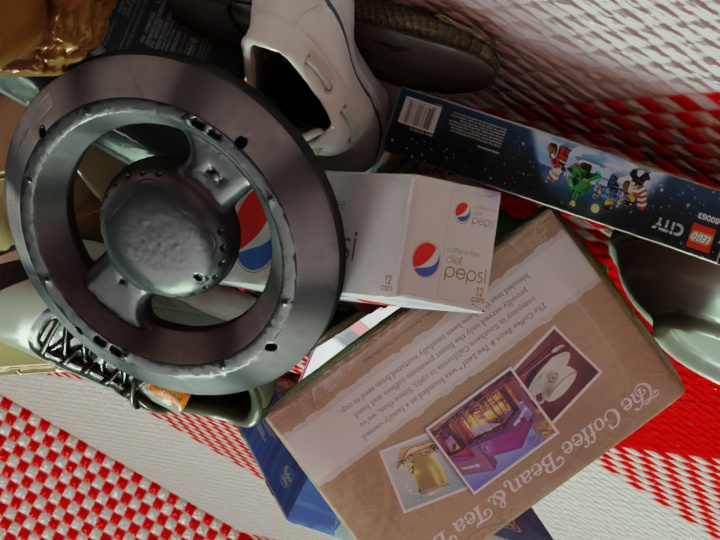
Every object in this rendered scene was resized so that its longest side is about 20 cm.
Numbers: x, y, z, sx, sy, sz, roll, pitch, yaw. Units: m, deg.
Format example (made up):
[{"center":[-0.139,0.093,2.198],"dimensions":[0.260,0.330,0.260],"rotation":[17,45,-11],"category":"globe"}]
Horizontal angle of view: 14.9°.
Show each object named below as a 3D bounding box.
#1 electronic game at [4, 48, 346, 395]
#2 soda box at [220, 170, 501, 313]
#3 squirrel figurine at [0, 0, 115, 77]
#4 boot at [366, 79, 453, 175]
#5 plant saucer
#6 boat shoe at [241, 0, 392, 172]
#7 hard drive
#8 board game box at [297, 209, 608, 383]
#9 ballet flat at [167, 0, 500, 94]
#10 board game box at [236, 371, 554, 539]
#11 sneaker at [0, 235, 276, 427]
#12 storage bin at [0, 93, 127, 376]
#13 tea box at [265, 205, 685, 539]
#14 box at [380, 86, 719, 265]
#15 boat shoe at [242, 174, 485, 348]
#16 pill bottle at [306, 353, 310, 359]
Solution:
[{"center":[-0.101,-0.024,1.472],"dimensions":[0.200,0.042,0.200],"rotation":[11,120,20],"category":"electronic game"},{"center":[-0.012,-0.018,1.518],"dimensions":[0.064,0.068,0.200],"rotation":[11,177,-37],"category":"soda box"},{"center":[-0.204,-0.195,1.413],"dimensions":[0.200,0.187,0.141],"rotation":[1,-178,-33],"category":"squirrel figurine"},{"center":[0.023,-0.067,1.650],"dimensions":[0.095,0.074,0.200],"rotation":[2,154,-15],"category":"boot"},{"center":[0.235,0.038,1.682],"dimensions":[0.200,0.050,0.200],"rotation":[25,167,6],"category":"plant saucer"},{"center":[-0.034,-0.095,1.474],"dimensions":[0.073,0.067,0.200],"rotation":[17,156,20],"category":"boat shoe"},{"center":[-0.157,-0.146,1.538],"dimensions":[0.200,0.140,0.033],"rotation":[30,142,-15],"category":"hard drive"},{"center":[0.054,0.045,1.802],"dimensions":[0.153,0.040,0.200],"rotation":[29,127,6],"category":"board game box"},{"center":[-0.012,-0.140,1.505],"dimensions":[0.200,0.046,0.067],"rotation":[14,156,26],"category":"ballet flat"},{"center":[0.022,0.143,1.898],"dimensions":[0.199,0.043,0.200],"rotation":[21,-166,-22],"category":"board game box"},{"center":[-0.134,0.038,1.568],"dimensions":[0.200,0.079,0.074],"rotation":[14,133,-23],"category":"sneaker"},{"center":[-0.207,-0.031,1.638],"dimensions":[0.198,0.094,0.200],"rotation":[-6,142,25],"category":"storage bin"},{"center":[0.069,0.070,1.605],"dimensions":[0.134,0.200,0.197],"rotation":[54,-176,-1],"category":"tea box"},{"center":[0.128,-0.046,1.497],"dimensions":[0.200,0.038,0.137],"rotation":[20,-177,24],"category":"box"},{"center":[0.000,0.000,1.632],"dimensions":[0.071,0.063,0.200],"rotation":[25,144,-35],"category":"boat shoe"},{"center":[0.060,0.044,1.914],"dimensions":[0.200,0.111,0.111],"rotation":[13,161,45],"category":"pill bottle"}]
